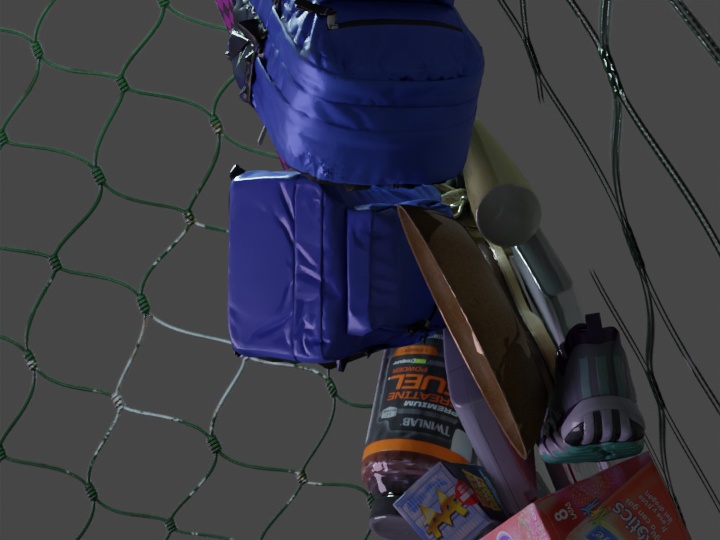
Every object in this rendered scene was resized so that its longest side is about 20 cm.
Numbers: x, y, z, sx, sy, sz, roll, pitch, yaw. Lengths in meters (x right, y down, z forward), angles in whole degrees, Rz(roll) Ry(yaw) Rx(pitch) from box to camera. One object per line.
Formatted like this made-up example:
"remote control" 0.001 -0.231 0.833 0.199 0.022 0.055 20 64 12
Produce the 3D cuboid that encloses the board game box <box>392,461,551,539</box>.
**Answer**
"board game box" 0.125 0.241 1.641 0.199 0.062 0.201 27 -155 -48

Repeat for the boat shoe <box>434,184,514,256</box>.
"boat shoe" 0.064 -0.055 1.712 0.199 0.073 0.063 17 110 40

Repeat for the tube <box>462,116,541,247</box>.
"tube" 0.103 -0.075 1.525 0.200 0.051 0.059 -103 33 -71

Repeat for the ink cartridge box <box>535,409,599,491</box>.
"ink cartridge box" 0.173 0.171 1.646 0.164 0.057 0.200 67 -162 -7

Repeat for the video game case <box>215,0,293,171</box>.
"video game case" -0.020 -0.205 1.534 0.036 0.180 0.202 -9 105 62

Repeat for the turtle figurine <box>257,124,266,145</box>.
"turtle figurine" -0.008 -0.215 2.016 0.143 0.201 0.194 31 162 17

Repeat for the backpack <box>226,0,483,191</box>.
"backpack" -0.004 -0.161 1.376 0.201 0.161 0.169 -111 22 -47

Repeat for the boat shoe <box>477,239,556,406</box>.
"boat shoe" 0.109 0.043 1.557 0.201 0.070 0.071 -110 -4 -57

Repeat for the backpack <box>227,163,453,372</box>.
"backpack" 0.000 0.000 1.598 0.199 0.166 0.164 -4 -79 -61

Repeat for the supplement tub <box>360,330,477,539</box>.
"supplement tub" 0.060 0.146 1.765 0.107 0.106 0.202 68 -151 -58

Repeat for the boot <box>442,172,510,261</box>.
"boot" 0.049 -0.024 1.837 0.201 0.166 0.077 67 -161 -55

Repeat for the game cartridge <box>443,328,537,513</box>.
"game cartridge" 0.111 0.103 1.666 0.200 0.040 0.134 -84 -26 -64

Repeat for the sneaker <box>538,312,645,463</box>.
"sneaker" 0.166 0.086 1.368 0.200 0.074 0.089 100 166 -77

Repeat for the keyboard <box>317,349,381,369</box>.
"keyboard" 0.041 0.036 1.831 0.104 0.198 0.040 58 -166 -53

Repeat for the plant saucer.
"plant saucer" 0.085 0.036 1.366 0.202 0.035 0.200 64 178 5

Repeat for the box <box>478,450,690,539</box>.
"box" 0.161 0.214 1.437 0.095 0.102 0.200 65 164 12

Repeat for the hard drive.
"hard drive" 0.169 0.067 1.542 0.132 0.026 0.201 -113 0 -60
